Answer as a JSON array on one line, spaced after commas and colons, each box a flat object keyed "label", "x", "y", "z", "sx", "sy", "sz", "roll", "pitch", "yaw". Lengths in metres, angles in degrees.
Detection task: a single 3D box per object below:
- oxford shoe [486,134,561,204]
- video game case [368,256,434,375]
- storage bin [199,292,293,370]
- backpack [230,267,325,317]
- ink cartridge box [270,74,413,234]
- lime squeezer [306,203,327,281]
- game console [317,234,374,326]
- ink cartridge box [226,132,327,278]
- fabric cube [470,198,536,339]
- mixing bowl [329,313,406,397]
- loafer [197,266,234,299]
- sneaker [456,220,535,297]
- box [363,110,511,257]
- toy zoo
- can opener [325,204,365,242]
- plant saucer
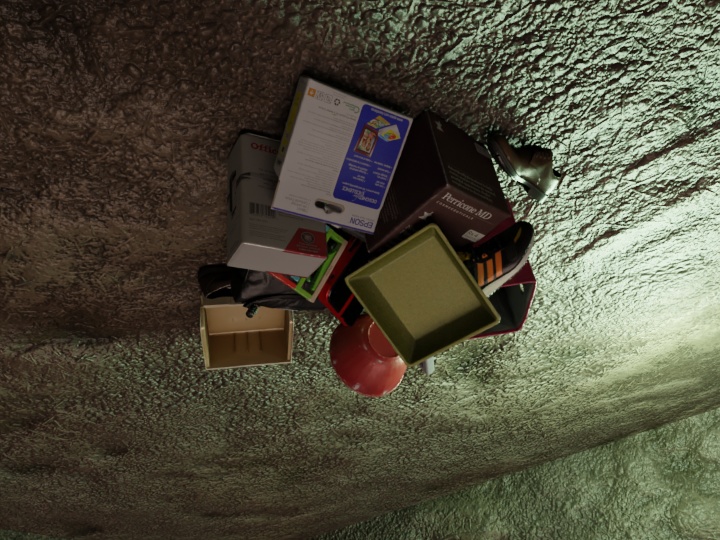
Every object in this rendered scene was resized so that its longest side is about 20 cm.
[{"label": "oxford shoe", "x": 0.295, "y": -0.200, "z": 1.207, "sx": 0.084, "sy": 0.073, "sz": 0.199, "roll": -46, "pitch": 137, "yaw": 19}, {"label": "video game case", "x": 0.083, "y": 0.091, "z": 1.331, "sx": 0.023, "sy": 0.182, "sz": 0.201, "roll": -31, "pitch": 146, "yaw": -14}, {"label": "storage bin", "x": -0.252, "y": 0.127, "z": 1.502, "sx": 0.196, "sy": 0.095, "sz": 0.200, "roll": -3, "pitch": 146, "yaw": -11}, {"label": "backpack", "x": -0.138, "y": 0.001, "z": 1.302, "sx": 0.197, "sy": 0.127, "sz": 0.168, "roll": 10, "pitch": 122, "yaw": -31}, {"label": "ink cartridge box", "x": -0.034, "y": -0.177, "z": 1.067, "sx": 0.195, "sy": 0.047, "sz": 0.203, "roll": 12, "pitch": 106, "yaw": -32}, {"label": "lime squeezer", "x": -0.070, "y": -0.081, "z": 1.178, "sx": 0.070, "sy": 0.038, "sz": 0.202, "roll": 26, "pitch": 107, "yaw": -15}, {"label": "game console", "x": 0.000, "y": 0.000, "z": 1.328, "sx": 0.201, "sy": 0.031, "sz": 0.177, "roll": -56, "pitch": 154, "yaw": -10}, {"label": "ink cartridge box", "x": -0.138, "y": -0.104, "z": 1.092, "sx": 0.145, "sy": 0.203, "sz": 0.083, "roll": 10, "pitch": 151, "yaw": -27}, {"label": "fabric cube", "x": 0.220, "y": 0.004, "z": 1.356, "sx": 0.196, "sy": 0.202, "sz": 0.197, "roll": -8, "pitch": 146, "yaw": -3}, {"label": "mixing bowl", "x": 0.038, "y": 0.175, "z": 1.547, "sx": 0.197, "sy": 0.203, "sz": 0.109, "roll": 7, "pitch": 149, "yaw": -24}, {"label": "loafer", "x": -0.234, "y": 0.034, "z": 1.387, "sx": 0.196, "sy": 0.072, "sz": 0.073, "roll": -4, "pitch": 146, "yaw": -9}, {"label": "sneaker", "x": 0.209, "y": -0.016, "z": 1.152, "sx": 0.089, "sy": 0.070, "sz": 0.200, "roll": 32, "pitch": 110, "yaw": -30}, {"label": "box", "x": 0.117, "y": -0.126, "z": 1.164, "sx": 0.164, "sy": 0.166, "sz": 0.199, "roll": 19, "pitch": 137, "yaw": -37}, {"label": "toy zoo", "x": -0.127, "y": -0.051, "z": 1.192, "sx": 0.199, "sy": 0.133, "sz": 0.020, "roll": 36, "pitch": 167, "yaw": -28}, {"label": "can opener", "x": -0.010, "y": -0.090, "z": 1.224, "sx": 0.198, "sy": 0.053, "sz": 0.066, "roll": 29, "pitch": 172, "yaw": -15}, {"label": "plant saucer", "x": 0.107, "y": 0.038, "z": 1.139, "sx": 0.199, "sy": 0.048, "sz": 0.201, "roll": -31, "pitch": 102, "yaw": 29}]
